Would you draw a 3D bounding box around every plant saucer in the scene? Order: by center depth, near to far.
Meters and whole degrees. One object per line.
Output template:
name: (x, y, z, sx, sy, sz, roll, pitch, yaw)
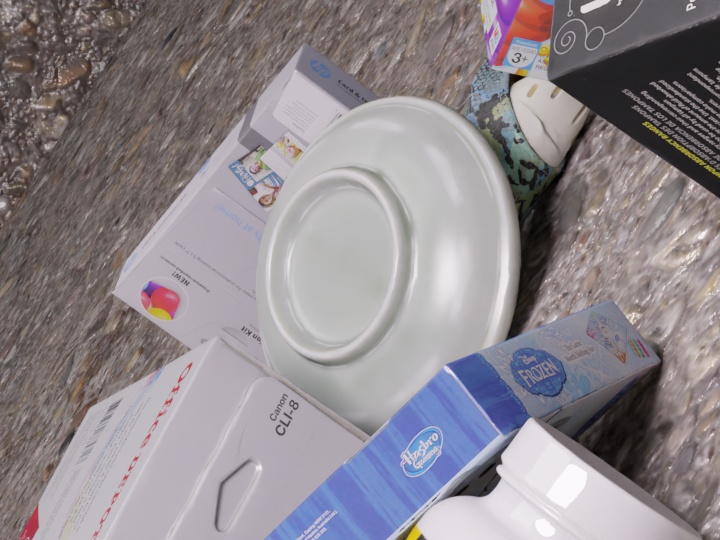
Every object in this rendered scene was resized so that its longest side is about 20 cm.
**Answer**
plant saucer: (0.000, 0.000, 1.490, 0.199, 0.050, 0.202, -9, 77, 44)

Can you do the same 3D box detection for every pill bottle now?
pill bottle: (0.046, 0.164, 1.073, 0.201, 0.112, 0.112, -56, 15, 3)

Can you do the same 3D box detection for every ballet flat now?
ballet flat: (0.104, -0.107, 1.563, 0.074, 0.074, 0.201, -45, 22, 38)

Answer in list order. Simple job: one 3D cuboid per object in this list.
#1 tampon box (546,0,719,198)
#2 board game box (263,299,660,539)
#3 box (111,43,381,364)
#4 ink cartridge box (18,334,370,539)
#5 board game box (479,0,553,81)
tampon box: (0.191, -0.137, 1.059, 0.199, 0.126, 0.151, -18, 54, 42)
board game box: (0.023, 0.103, 1.207, 0.200, 0.043, 0.199, -45, -13, 23)
box: (-0.031, -0.015, 1.618, 0.200, 0.155, 0.041, -49, 12, 29)
ink cartridge box: (-0.089, 0.150, 1.476, 0.146, 0.144, 0.200, -62, 14, -24)
board game box: (0.142, -0.203, 1.414, 0.105, 0.102, 0.201, -96, 22, -47)
